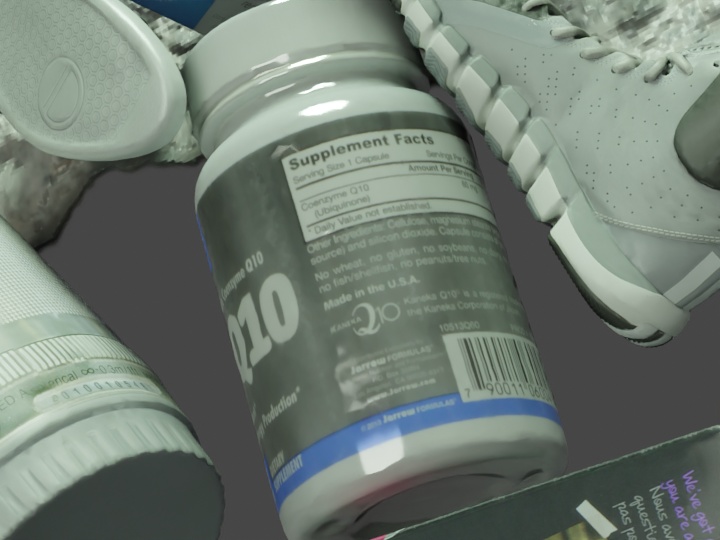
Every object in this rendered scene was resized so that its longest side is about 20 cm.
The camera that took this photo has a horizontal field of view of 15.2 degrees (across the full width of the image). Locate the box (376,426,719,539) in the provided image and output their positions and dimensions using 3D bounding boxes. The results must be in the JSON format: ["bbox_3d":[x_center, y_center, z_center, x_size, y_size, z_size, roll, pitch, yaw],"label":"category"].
[{"bbox_3d":[0.076,0.139,0.955,0.200,0.122,0.106,-20,69,25],"label":"box"}]

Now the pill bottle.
[{"bbox_3d":[0.000,0.000,1.044,0.114,0.114,0.201,-26,67,23],"label":"pill bottle"}]

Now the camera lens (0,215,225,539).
[{"bbox_3d":[-0.171,0.066,1.102,0.200,0.160,0.160,43,102,30],"label":"camera lens"}]

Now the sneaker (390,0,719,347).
[{"bbox_3d":[0.098,-0.079,1.035,0.115,0.075,0.200,-37,74,13],"label":"sneaker"}]

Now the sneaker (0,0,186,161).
[{"bbox_3d":[-0.108,-0.085,1.124,0.200,0.099,0.071,20,98,48],"label":"sneaker"}]

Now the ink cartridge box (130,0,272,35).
[{"bbox_3d":[-0.003,-0.172,1.081,0.200,0.116,0.067,-29,66,23],"label":"ink cartridge box"}]
